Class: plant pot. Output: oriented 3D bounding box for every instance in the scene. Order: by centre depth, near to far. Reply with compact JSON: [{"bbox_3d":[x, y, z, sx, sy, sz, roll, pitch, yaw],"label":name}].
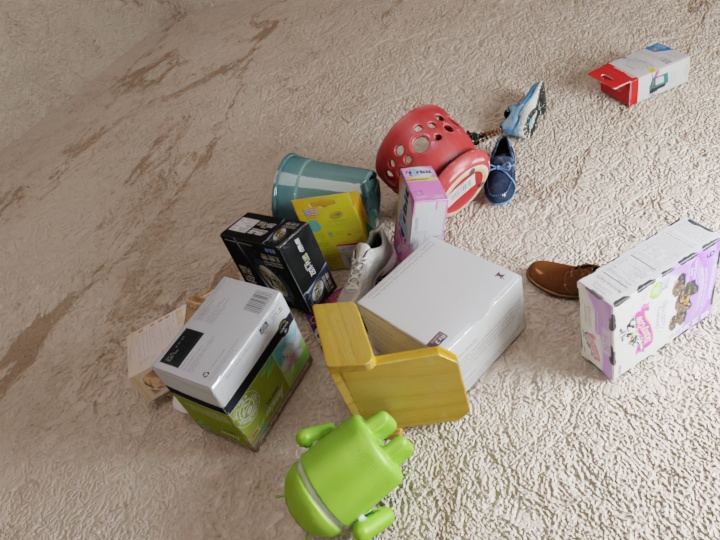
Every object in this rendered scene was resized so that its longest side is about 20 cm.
[{"bbox_3d":[0.160,-0.220,1.185,0.200,0.201,0.183,-35,66,-15],"label":"plant pot"},{"bbox_3d":[-0.066,-0.154,1.236,0.195,0.201,0.201,7,48,17],"label":"plant pot"}]

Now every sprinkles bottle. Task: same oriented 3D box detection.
[{"bbox_3d":[-0.291,0.150,0.994,0.068,0.202,0.068,9,7,-1],"label":"sprinkles bottle"}]

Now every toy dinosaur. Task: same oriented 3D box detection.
[{"bbox_3d":[0.241,-0.300,1.332,0.200,0.102,0.136,-43,23,7],"label":"toy dinosaur"}]

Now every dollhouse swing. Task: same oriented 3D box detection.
[{"bbox_3d":[0.049,0.140,0.853,0.175,0.201,0.182,-21,41,1],"label":"dollhouse swing"}]

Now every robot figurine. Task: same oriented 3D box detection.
[{"bbox_3d":[-0.022,0.286,0.780,0.200,0.116,0.176,-38,63,-4],"label":"robot figurine"}]

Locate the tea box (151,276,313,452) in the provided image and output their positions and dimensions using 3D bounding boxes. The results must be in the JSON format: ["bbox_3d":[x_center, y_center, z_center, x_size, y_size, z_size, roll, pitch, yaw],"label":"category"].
[{"bbox_3d":[-0.205,0.157,0.941,0.133,0.197,0.201,12,52,27],"label":"tea box"}]

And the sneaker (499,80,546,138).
[{"bbox_3d":[0.405,-0.408,1.385,0.089,0.079,0.200,10,49,34],"label":"sneaker"}]

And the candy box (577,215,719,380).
[{"bbox_3d":[0.426,0.044,0.825,0.199,0.168,0.072,-30,40,-9],"label":"candy box"}]

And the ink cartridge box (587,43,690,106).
[{"bbox_3d":[0.670,-0.470,1.346,0.199,0.067,0.116,-23,41,-2],"label":"ink cartridge box"}]

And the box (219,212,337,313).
[{"bbox_3d":[-0.167,-0.019,1.121,0.199,0.164,0.086,14,47,42],"label":"box"}]

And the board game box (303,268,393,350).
[{"bbox_3d":[-0.005,0.071,1.083,0.199,0.032,0.120,-27,37,-7],"label":"board game box"}]

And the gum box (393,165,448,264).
[{"bbox_3d":[0.112,-0.084,1.075,0.066,0.201,0.114,-5,41,-9],"label":"gum box"}]

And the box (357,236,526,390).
[{"bbox_3d":[0.139,0.075,0.939,0.199,0.131,0.200,-40,45,-21],"label":"box"}]

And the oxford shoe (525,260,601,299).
[{"bbox_3d":[0.380,0.011,0.955,0.199,0.072,0.071,18,56,38],"label":"oxford shoe"}]

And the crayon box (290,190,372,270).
[{"bbox_3d":[-0.047,-0.089,1.135,0.126,0.201,0.051,-5,46,17],"label":"crayon box"}]

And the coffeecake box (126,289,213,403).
[{"bbox_3d":[-0.352,0.143,1.098,0.199,0.073,0.154,-29,33,-9],"label":"coffeecake box"}]

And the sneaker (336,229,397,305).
[{"bbox_3d":[0.000,0.000,1.066,0.075,0.092,0.201,7,48,30],"label":"sneaker"}]

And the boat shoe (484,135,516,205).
[{"bbox_3d":[0.305,-0.227,1.238,0.084,0.069,0.201,-7,43,16],"label":"boat shoe"}]
